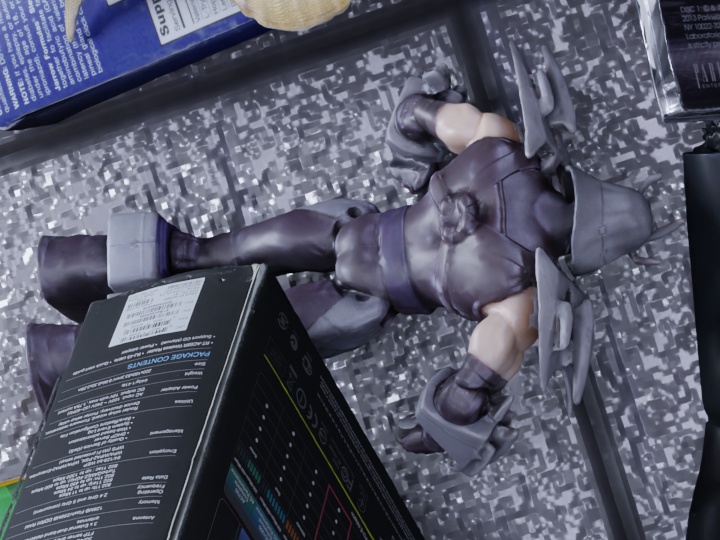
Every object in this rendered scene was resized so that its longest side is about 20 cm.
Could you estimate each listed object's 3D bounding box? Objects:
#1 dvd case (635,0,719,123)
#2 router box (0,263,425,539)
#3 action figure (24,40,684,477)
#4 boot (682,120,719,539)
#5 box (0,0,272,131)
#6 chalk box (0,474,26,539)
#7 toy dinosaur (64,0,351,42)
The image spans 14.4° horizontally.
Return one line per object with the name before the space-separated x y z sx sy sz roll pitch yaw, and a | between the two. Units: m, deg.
dvd case | 0.128 -0.143 0.808 0.149 0.016 0.200 -6 79 -27
router box | -0.027 0.122 0.801 0.062 0.150 0.200 -13 126 23
action figure | 0.000 0.000 0.864 0.200 0.069 0.130 -11 54 14
boot | 0.187 0.039 0.830 0.200 0.076 0.168 5 97 19
box | -0.076 -0.120 0.884 0.200 0.032 0.121 -19 88 36
chalk box | -0.105 0.166 0.878 0.125 0.124 0.200 -17 88 13
toy dinosaur | -0.034 -0.115 0.800 0.200 0.058 0.101 -7 96 37
